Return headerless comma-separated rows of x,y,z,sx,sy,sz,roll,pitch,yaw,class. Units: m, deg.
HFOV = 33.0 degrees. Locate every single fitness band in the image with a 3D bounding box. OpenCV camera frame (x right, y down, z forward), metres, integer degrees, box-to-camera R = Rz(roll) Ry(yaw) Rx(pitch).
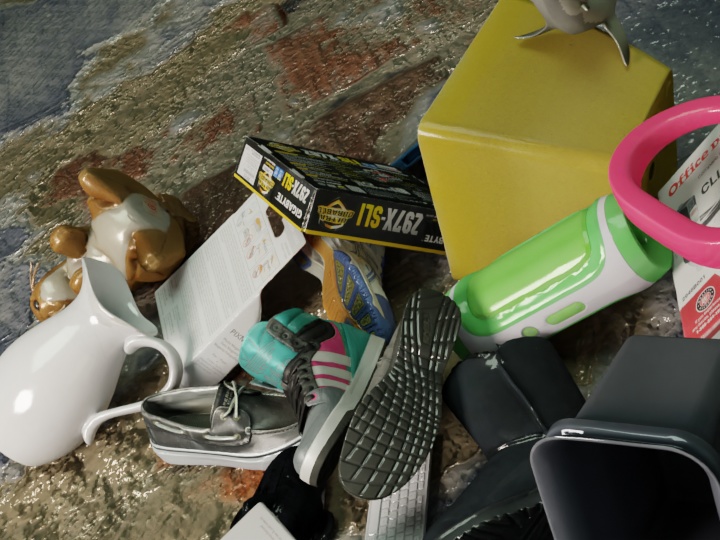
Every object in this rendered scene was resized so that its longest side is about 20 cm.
0.271,-0.074,0.908,0.143,0.038,0.200,-42,33,-1,fitness band

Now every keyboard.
0.027,0.223,0.993,0.056,0.011,0.201,-14,39,21,keyboard

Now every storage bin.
0.218,0.144,0.808,0.144,0.202,0.135,1,37,35,storage bin

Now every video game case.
0.107,-0.173,1.299,0.143,0.018,0.200,-46,5,-19,video game case

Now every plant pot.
0.187,-0.107,1.125,0.174,0.201,0.201,14,54,29,plant pot

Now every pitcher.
-0.283,0.115,1.235,0.172,0.121,0.201,44,99,24,pitcher

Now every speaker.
0.163,0.010,1.039,0.199,0.088,0.089,-32,31,34,speaker

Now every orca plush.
-0.094,0.221,1.028,0.104,0.071,0.201,13,55,43,orca plush

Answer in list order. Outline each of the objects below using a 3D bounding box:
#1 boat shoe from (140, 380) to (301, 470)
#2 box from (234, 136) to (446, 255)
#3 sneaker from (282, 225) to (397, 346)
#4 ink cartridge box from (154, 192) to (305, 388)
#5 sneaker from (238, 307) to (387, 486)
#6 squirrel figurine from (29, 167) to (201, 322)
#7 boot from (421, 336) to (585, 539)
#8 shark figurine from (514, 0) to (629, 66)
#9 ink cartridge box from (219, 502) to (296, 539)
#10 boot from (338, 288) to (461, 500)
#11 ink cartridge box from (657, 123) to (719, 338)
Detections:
-0.121,0.141,1.138,0.197,0.071,0.073,-10,40,21,boat shoe
-0.005,-0.074,1.220,0.159,0.198,0.050,36,113,52,box
0.000,0.000,1.217,0.087,0.076,0.201,-3,46,-34,sneaker
-0.128,0.013,1.270,0.200,0.057,0.163,-41,34,10,ink cartridge box
-0.055,0.099,1.063,0.119,0.084,0.200,22,29,4,sneaker
-0.283,-0.006,1.391,0.187,0.142,0.200,-47,-9,20,squirrel figurine
0.104,0.149,0.967,0.198,0.077,0.168,-29,39,-7,boot
0.159,-0.231,1.050,0.089,0.213,0.130,-19,79,35,shark figurine
-0.107,0.290,0.918,0.200,0.116,0.067,-43,40,-12,ink cartridge box
0.029,0.124,1.031,0.067,0.131,0.201,24,57,1,boot
0.321,-0.034,0.969,0.145,0.083,0.201,-54,19,38,ink cartridge box
